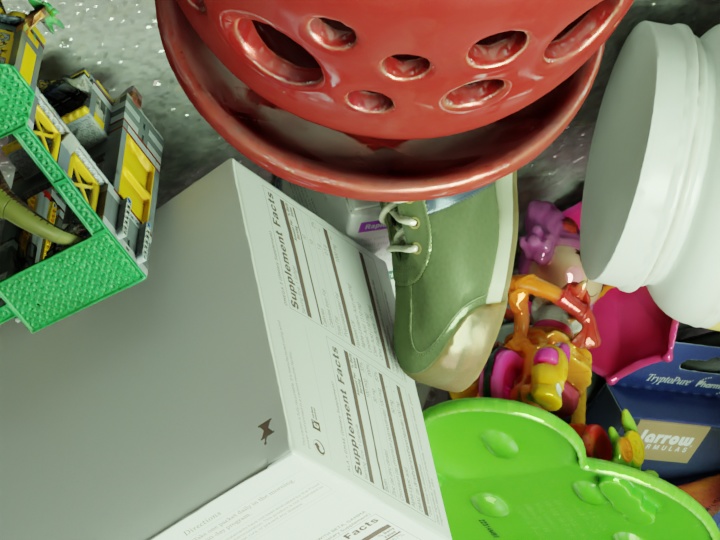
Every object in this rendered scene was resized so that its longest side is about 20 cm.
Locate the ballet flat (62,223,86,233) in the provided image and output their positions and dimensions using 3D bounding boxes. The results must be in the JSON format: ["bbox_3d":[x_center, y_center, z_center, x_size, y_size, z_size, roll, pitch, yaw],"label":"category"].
[{"bbox_3d":[-0.120,0.027,1.253,0.064,0.076,0.200,-43,160,-25],"label":"ballet flat"}]

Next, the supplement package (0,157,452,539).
[{"bbox_3d":[-0.083,0.081,1.128,0.200,0.156,0.111,-32,139,23],"label":"supplement package"}]

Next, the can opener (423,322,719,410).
[{"bbox_3d":[0.114,0.048,1.431,0.199,0.054,0.067,-13,178,-14],"label":"can opener"}]

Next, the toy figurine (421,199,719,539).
[{"bbox_3d":[0.096,0.041,1.281,0.150,0.185,0.200,-10,142,26],"label":"toy figurine"}]

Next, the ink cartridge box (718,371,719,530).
[{"bbox_3d":[0.225,0.155,1.549,0.076,0.137,0.200,2,140,-29],"label":"ink cartridge box"}]

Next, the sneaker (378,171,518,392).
[{"bbox_3d":[0.020,-0.056,1.116,0.090,0.201,0.067,15,171,-26],"label":"sneaker"}]

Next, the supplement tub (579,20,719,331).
[{"bbox_3d":[0.214,-0.036,1.225,0.199,0.146,0.146,11,140,-7],"label":"supplement tub"}]

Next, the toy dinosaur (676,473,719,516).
[{"bbox_3d":[0.110,0.136,1.385,0.181,0.201,0.105,36,163,-34],"label":"toy dinosaur"}]

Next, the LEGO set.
[{"bbox_3d":[-0.176,-0.044,1.098,0.200,0.116,0.154,-32,121,23],"label":"LEGO set"}]

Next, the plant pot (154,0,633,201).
[{"bbox_3d":[0.016,-0.141,0.967,0.200,0.201,0.183,-13,155,-13],"label":"plant pot"}]

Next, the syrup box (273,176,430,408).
[{"bbox_3d":[0.000,0.000,1.255,0.081,0.079,0.200,-7,144,-22],"label":"syrup box"}]

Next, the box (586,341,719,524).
[{"bbox_3d":[0.150,0.121,1.445,0.121,0.032,0.200,7,128,-35],"label":"box"}]
